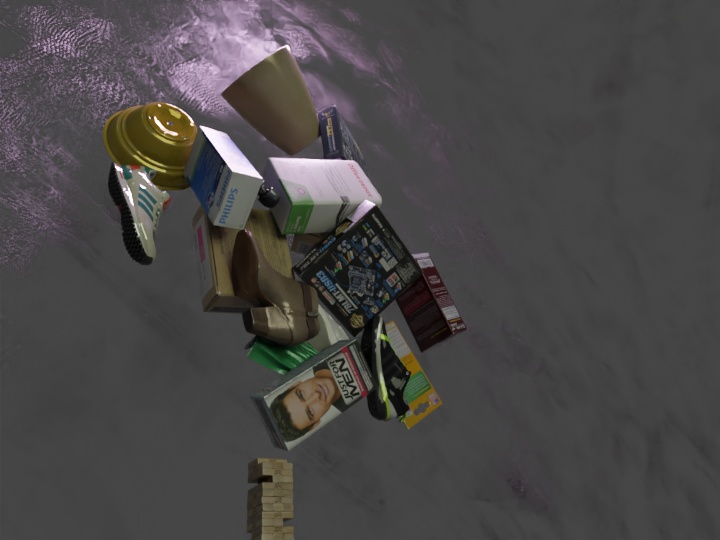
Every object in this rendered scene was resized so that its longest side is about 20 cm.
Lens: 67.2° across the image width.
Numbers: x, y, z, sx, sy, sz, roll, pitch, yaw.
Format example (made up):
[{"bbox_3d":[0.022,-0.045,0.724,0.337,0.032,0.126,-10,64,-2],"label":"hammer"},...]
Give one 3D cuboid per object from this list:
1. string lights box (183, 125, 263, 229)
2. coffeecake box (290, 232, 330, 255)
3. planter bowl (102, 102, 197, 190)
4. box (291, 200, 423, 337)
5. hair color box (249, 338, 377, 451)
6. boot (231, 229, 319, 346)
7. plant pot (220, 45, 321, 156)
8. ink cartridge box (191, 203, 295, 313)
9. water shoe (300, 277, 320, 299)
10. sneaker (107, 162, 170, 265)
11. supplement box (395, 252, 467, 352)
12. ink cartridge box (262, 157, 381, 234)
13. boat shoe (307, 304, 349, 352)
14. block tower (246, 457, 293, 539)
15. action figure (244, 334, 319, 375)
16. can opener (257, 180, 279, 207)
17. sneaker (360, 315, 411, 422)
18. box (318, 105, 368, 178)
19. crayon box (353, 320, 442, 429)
[{"bbox_3d":[-0.250,-0.167,0.964,0.059,0.103,0.200,8,29,-39],"label":"string lights box"},{"bbox_3d":[-0.053,-0.107,1.176,0.153,0.073,0.200,17,41,-6],"label":"coffeecake box"},{"bbox_3d":[-0.377,-0.259,1.042,0.200,0.083,0.201,23,48,-28],"label":"planter bowl"},{"bbox_3d":[0.000,0.000,1.068,0.200,0.198,0.050,51,-7,-33],"label":"box"},{"bbox_3d":[-0.075,0.206,0.923,0.200,0.061,0.099,-28,98,-34],"label":"hair color box"},{"bbox_3d":[-0.140,0.033,0.941,0.146,0.070,0.200,5,74,-45],"label":"boot"},{"bbox_3d":[-0.183,-0.373,1.249,0.200,0.187,0.187,54,38,-18],"label":"plant pot"},{"bbox_3d":[-0.216,-0.021,1.012,0.165,0.075,0.200,7,57,-37],"label":"ink cartridge box"},{"bbox_3d":[-0.026,0.039,1.132,0.200,0.079,0.072,20,49,-30],"label":"water shoe"},{"bbox_3d":[-0.368,-0.104,0.941,0.093,0.070,0.200,-9,64,-39],"label":"sneaker"},{"bbox_3d":[0.147,0.073,1.239,0.061,0.109,0.200,-7,67,-45],"label":"supplement box"},{"bbox_3d":[-0.079,-0.150,1.087,0.200,0.084,0.146,-4,48,-31],"label":"ink cartridge box"},{"bbox_3d":[-0.054,0.136,1.046,0.200,0.072,0.069,53,28,6],"label":"boat shoe"},{"bbox_3d":[-0.134,0.381,0.798,0.058,0.054,0.200,16,50,-32],"label":"block tower"},{"bbox_3d":[-0.112,0.169,0.978,0.200,0.055,0.118,38,40,-18],"label":"action figure"},{"bbox_3d":[-0.206,-0.139,1.036,0.066,0.200,0.053,44,81,-19],"label":"can opener"},{"bbox_3d":[0.052,0.185,1.026,0.083,0.072,0.200,-1,80,-19],"label":"sneaker"},{"bbox_3d":[-0.035,-0.269,1.306,0.200,0.051,0.158,51,26,-56],"label":"box"},{"bbox_3d":[0.066,0.215,1.103,0.126,0.052,0.200,-19,73,-47],"label":"crayon box"}]
